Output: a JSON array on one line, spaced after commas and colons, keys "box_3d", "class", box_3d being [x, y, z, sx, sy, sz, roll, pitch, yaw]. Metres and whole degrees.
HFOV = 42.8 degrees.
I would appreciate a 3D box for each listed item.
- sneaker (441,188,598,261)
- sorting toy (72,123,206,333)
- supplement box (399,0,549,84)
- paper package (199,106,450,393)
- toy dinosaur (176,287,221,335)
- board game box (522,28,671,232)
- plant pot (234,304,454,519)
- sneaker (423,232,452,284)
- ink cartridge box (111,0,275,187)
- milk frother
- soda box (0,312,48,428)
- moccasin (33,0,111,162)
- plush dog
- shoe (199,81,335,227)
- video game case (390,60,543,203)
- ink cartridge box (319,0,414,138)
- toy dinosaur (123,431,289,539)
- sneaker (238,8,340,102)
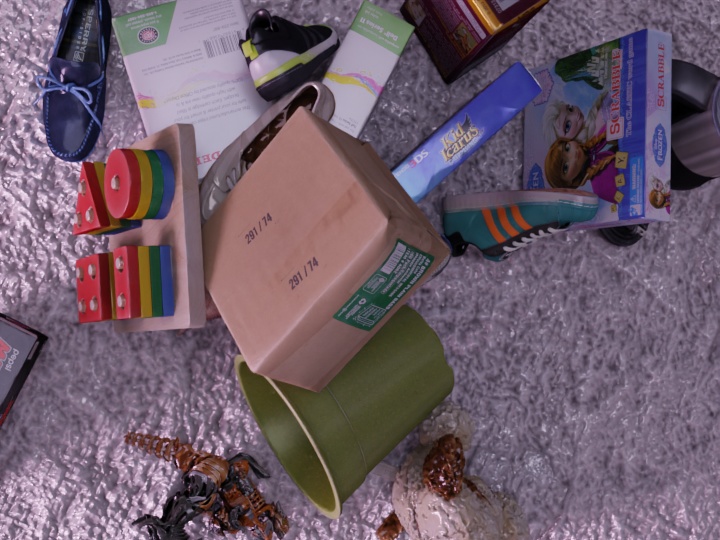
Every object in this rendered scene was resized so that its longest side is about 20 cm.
[{"box_3d": [0.179, -0.051, 1.041, 0.071, 0.199, 0.081, -9, 96, -46], "class": "sneaker"}, {"box_3d": [-0.240, -0.036, 0.952, 0.069, 0.199, 0.200, -2, 86, -36], "class": "sorting toy"}, {"box_3d": [0.124, -0.299, 1.025, 0.085, 0.200, 0.111, -33, 92, -10], "class": "supplement box"}, {"box_3d": [-0.047, -0.019, 0.881, 0.200, 0.103, 0.191, -48, 53, 18], "class": "paper package"}, {"box_3d": [-0.144, -0.010, 1.032, 0.135, 0.086, 0.201, 17, 90, -14], "class": "toy dinosaur"}, {"box_3d": [0.261, -0.147, 1.037, 0.041, 0.199, 0.202, 4, 85, -29], "class": "board game box"}, {"box_3d": [-0.006, 0.131, 1.004, 0.189, 0.200, 0.201, -31, 91, -22], "class": "plant pot"}, {"box_3d": [0.013, 0.018, 0.987, 0.199, 0.085, 0.077, -22, 114, -7], "class": "sneaker"}, {"box_3d": [-0.176, -0.195, 1.033, 0.144, 0.088, 0.201, -18, 88, -8], "class": "ink cartridge box"}, {"box_3d": [0.378, -0.127, 1.058, 0.179, 0.188, 0.201, 9, 85, -7], "class": "milk frother"}, {"box_3d": [-0.418, 0.146, 0.989, 0.070, 0.063, 0.201, 27, 83, -6], "class": "soda box"}, {"box_3d": [-0.323, -0.224, 1.022, 0.080, 0.068, 0.202, 3, 86, -8], "class": "moccasin"}, {"box_3d": [0.096, 0.261, 1.001, 0.160, 0.172, 0.201, -30, 92, -9], "class": "plush dog"}, {"box_3d": [-0.104, -0.119, 0.952, 0.070, 0.053, 0.200, 41, 94, -4], "class": "shoe"}, {"box_3d": [0.090, -0.132, 1.019, 0.200, 0.181, 0.046, -42, 94, -8], "class": "video game case"}, {"box_3d": [-0.019, -0.188, 1.039, 0.067, 0.117, 0.201, 27, 84, -4], "class": "ink cartridge box"}, {"box_3d": [-0.177, 0.251, 1.019, 0.199, 0.102, 0.136, 31, 67, 13], "class": "toy dinosaur"}, {"box_3d": [-0.079, -0.252, 0.997, 0.071, 0.200, 0.083, -26, 109, 21], "class": "sneaker"}]
